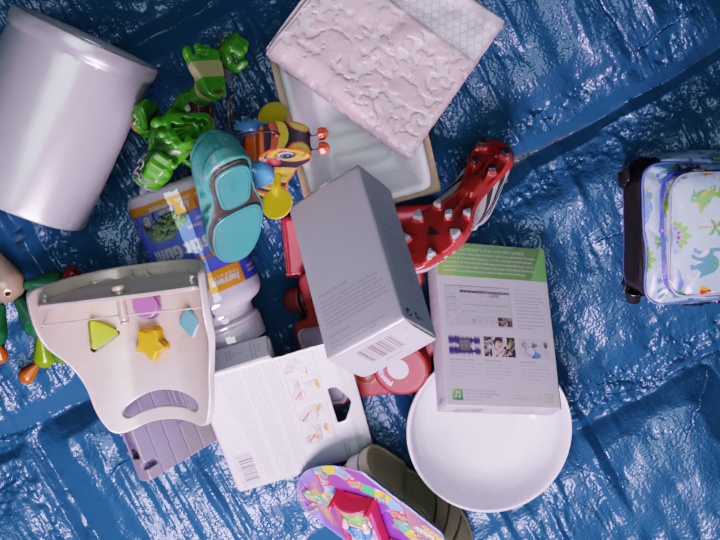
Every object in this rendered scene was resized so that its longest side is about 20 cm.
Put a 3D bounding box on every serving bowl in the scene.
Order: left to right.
[{"bbox_3d":[0.152,0.187,1.348,0.199,0.066,0.201,-1,98,-4],"label":"serving bowl"}]

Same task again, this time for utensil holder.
[{"bbox_3d":[-0.341,-0.166,1.221,0.170,0.170,0.200,25,97,-6],"label":"utensil holder"}]

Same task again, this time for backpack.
[{"bbox_3d":[0.419,-0.049,1.291,0.199,0.147,0.184,-5,100,-5],"label":"backpack"}]

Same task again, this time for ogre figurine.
[{"bbox_3d":[-0.189,-0.154,1.180,0.098,0.120,0.201,15,63,-22],"label":"ogre figurine"}]

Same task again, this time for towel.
[{"bbox_3d":[0.029,-0.255,1.217,0.200,0.032,0.191,36,93,-5],"label":"towel"}]

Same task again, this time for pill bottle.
[{"bbox_3d":[-0.182,-0.007,1.279,0.112,0.112,0.201,-21,98,0],"label":"pill bottle"}]

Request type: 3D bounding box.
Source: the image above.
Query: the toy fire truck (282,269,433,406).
[{"bbox_3d":[-0.003,0.062,1.301,0.167,0.112,0.201,-11,109,17],"label":"toy fire truck"}]

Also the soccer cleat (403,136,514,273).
[{"bbox_3d":[0.114,-0.065,1.277,0.069,0.085,0.200,28,68,22],"label":"soccer cleat"}]

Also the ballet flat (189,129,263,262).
[{"bbox_3d":[-0.141,-0.083,1.160,0.067,0.200,0.071,-24,67,-14],"label":"ballet flat"}]

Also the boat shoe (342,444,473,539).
[{"bbox_3d":[0.055,0.289,1.358,0.068,0.075,0.200,-34,112,33],"label":"boat shoe"}]

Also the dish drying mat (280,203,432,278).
[{"bbox_3d":[0.006,-0.036,1.334,0.199,0.018,0.077,-5,99,-2],"label":"dish drying mat"}]

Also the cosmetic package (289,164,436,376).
[{"bbox_3d":[0.000,0.000,1.183,0.102,0.074,0.200,-29,55,22],"label":"cosmetic package"}]

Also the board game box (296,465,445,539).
[{"bbox_3d":[0.005,0.312,1.316,0.200,0.158,0.039,38,51,-6],"label":"board game box"}]

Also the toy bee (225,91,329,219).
[{"bbox_3d":[-0.089,-0.122,1.203,0.108,0.200,0.131,-2,93,-6],"label":"toy bee"}]

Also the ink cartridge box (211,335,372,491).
[{"bbox_3d":[-0.087,0.159,1.296,0.173,0.044,0.200,-16,129,-3],"label":"ink cartridge box"}]

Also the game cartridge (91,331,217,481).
[{"bbox_3d":[-0.239,0.127,1.297,0.038,0.130,0.201,-12,101,42],"label":"game cartridge"}]

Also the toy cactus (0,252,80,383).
[{"bbox_3d":[-0.398,0.047,1.292,0.200,0.102,0.165,-39,88,11],"label":"toy cactus"}]

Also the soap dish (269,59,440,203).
[{"bbox_3d":[-0.006,-0.170,1.283,0.157,0.081,0.201,-14,98,-2],"label":"soap dish"}]

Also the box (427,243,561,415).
[{"bbox_3d":[0.153,0.066,1.288,0.144,0.036,0.201,5,69,-17],"label":"box"}]

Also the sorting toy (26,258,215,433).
[{"bbox_3d":[-0.231,0.087,1.195,0.199,0.107,0.181,-7,100,13],"label":"sorting toy"}]
